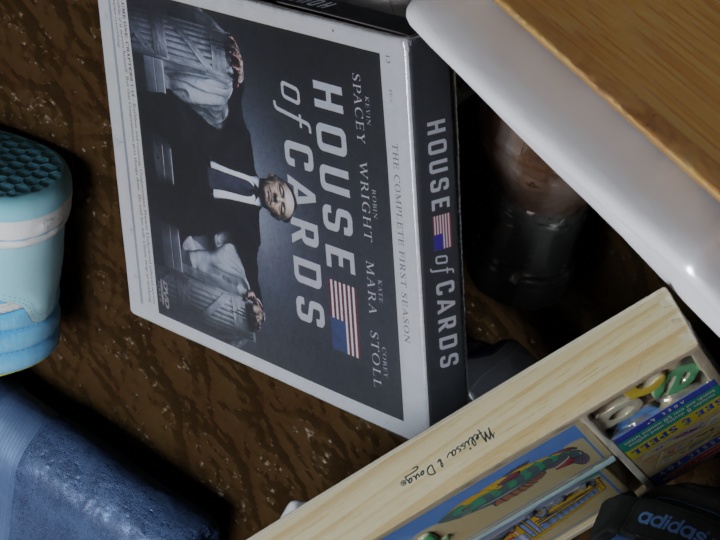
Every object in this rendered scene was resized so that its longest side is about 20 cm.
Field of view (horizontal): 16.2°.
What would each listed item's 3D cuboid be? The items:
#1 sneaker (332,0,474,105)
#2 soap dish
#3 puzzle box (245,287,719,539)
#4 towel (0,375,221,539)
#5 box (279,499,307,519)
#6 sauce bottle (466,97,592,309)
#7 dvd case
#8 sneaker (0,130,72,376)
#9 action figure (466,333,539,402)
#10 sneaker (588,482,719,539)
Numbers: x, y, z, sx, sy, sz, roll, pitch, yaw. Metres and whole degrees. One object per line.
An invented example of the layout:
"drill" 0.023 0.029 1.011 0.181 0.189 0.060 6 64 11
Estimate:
"sneaker" 0.025 -0.142 0.872 0.080 0.076 0.200 41 136 22
"soap dish" 0.112 -0.033 0.757 0.157 0.081 0.200 42 -175 -38
"puzzle box" 0.041 0.084 0.900 0.200 0.133 0.025 -32 68 7
"towel" -0.154 0.107 1.201 0.200 0.049 0.112 32 134 19
"box" -0.004 0.216 1.061 0.106 0.152 0.200 7 139 -19
"sauce bottle" 0.075 -0.072 0.881 0.065 0.065 0.200 32 134 18
"dvd case" -0.032 -0.032 0.940 0.200 0.025 0.151 21 121 51
"sneaker" -0.218 -0.010 1.148 0.200 0.080 0.131 21 127 28
"action figure" 0.000 0.000 0.988 0.200 0.069 0.130 50 149 8
"sneaker" 0.091 0.115 0.876 0.077 0.111 0.200 23 168 28
